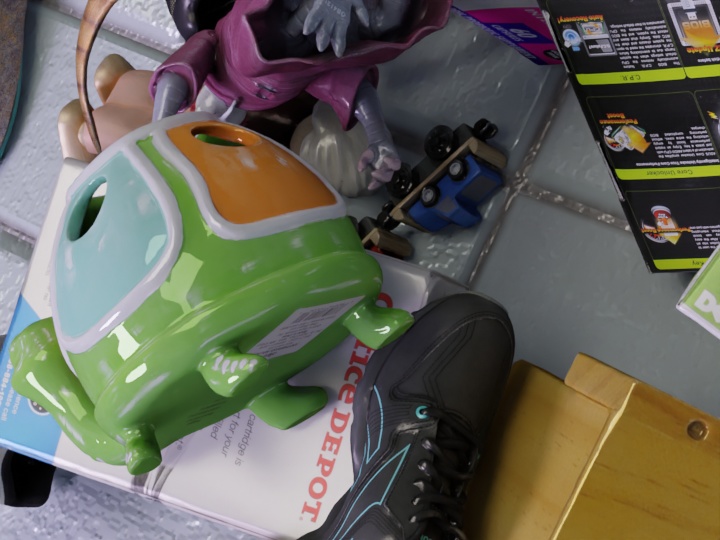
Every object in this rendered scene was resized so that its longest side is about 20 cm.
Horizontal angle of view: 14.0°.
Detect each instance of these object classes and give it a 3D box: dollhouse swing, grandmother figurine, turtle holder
[{"bbox_3d":[0.113,0.155,1.330,0.182,0.176,0.200,26,90,-1],"label":"dollhouse swing"},{"bbox_3d":[-0.062,-0.074,1.533,0.200,0.061,0.121,13,64,40],"label":"grandmother figurine"},{"bbox_3d":[-0.076,0.012,1.333,0.132,0.141,0.186,60,155,13],"label":"turtle holder"}]

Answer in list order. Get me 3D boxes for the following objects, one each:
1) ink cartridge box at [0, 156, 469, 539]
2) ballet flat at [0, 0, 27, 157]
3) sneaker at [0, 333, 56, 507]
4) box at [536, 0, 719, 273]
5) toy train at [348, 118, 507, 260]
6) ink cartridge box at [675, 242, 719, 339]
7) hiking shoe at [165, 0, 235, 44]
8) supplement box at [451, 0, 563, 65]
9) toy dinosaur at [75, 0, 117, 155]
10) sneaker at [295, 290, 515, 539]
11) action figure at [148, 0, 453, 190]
[{"bbox_3d":[-0.065,0.044,1.429,0.200,0.084,0.146,18,89,17],"label":"ink cartridge box"},{"bbox_3d":[-0.227,-0.150,1.685,0.068,0.067,0.200,-1,73,38],"label":"ballet flat"},{"bbox_3d":[-0.135,0.049,1.545,0.200,0.076,0.088,-44,59,28],"label":"sneaker"},{"bbox_3d":[0.185,-0.089,1.273,0.200,0.193,0.048,-3,36,37],"label":"box"},{"bbox_3d":[0.000,0.000,1.475,0.200,0.034,0.046,-45,56,17],"label":"toy train"},{"bbox_3d":[0.202,0.028,1.171,0.148,0.200,0.076,37,98,12],"label":"ink cartridge box"},{"bbox_3d":[-0.023,-0.169,1.477,0.200,0.076,0.101,-27,69,40],"label":"hiking shoe"},{"bbox_3d":[0.146,-0.161,1.378,0.200,0.101,0.103,-1,73,38],"label":"supplement box"},{"bbox_3d":[-0.115,-0.163,1.474,0.200,0.060,0.106,-46,55,32],"label":"toy dinosaur"},{"bbox_3d":[0.026,0.105,1.328,0.079,0.075,0.200,16,78,56],"label":"sneaker"},{"bbox_3d":[-0.044,-0.114,1.398,0.200,0.134,0.149,153,117,-61],"label":"action figure"}]
